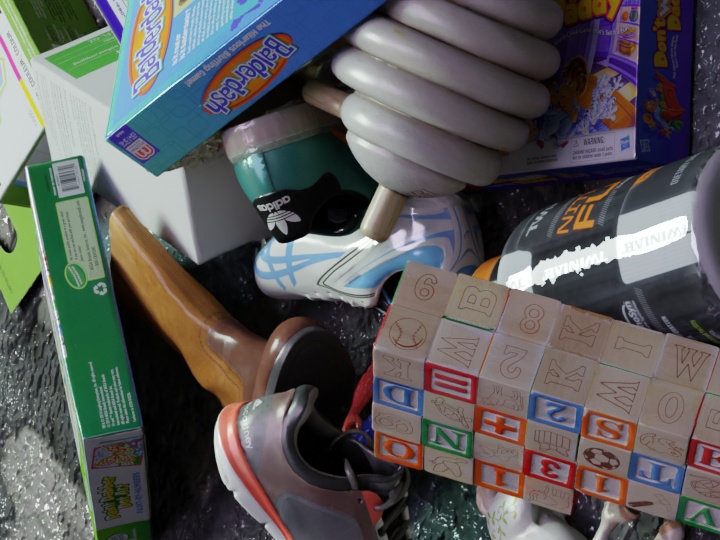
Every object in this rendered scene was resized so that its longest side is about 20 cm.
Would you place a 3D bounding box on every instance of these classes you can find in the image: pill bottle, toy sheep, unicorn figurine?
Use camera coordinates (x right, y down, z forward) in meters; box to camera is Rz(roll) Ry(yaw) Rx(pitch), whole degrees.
[{"bbox_3d":[0.145,0.005,1.533,0.199,0.106,0.107,-20,69,47],"label":"pill bottle"},{"bbox_3d":[0.043,-0.111,1.589,0.138,0.137,0.201,30,103,49],"label":"toy sheep"},{"bbox_3d":[0.113,0.167,1.582,0.138,0.074,0.200,-56,28,26],"label":"unicorn figurine"}]

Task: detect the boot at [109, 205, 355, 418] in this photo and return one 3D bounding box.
[{"bbox_3d":[-0.084,0.029,1.760,0.200,0.068,0.189,50,166,23],"label":"boot"}]

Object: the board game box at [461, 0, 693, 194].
[{"bbox_3d":[0.106,-0.119,1.650,0.199,0.045,0.136,-5,80,50],"label":"board game box"}]

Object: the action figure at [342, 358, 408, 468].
[{"bbox_3d":[0.012,0.113,1.691,0.099,0.065,0.201,-75,10,-70],"label":"action figure"}]

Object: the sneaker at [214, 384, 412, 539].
[{"bbox_3d":[0.000,0.148,1.643,0.082,0.200,0.077,-28,24,30],"label":"sneaker"}]

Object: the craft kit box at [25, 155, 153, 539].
[{"bbox_3d":[-0.178,0.058,1.888,0.198,0.048,0.201,88,169,-64],"label":"craft kit box"}]

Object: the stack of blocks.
[{"bbox_3d":[0.109,0.074,1.502,0.115,0.199,0.059,89,-160,-57],"label":"stack of blocks"}]

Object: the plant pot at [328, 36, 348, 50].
[{"bbox_3d":[0.014,-0.224,1.667,0.199,0.027,0.202,8,106,27],"label":"plant pot"}]

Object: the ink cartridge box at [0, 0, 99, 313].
[{"bbox_3d":[-0.256,-0.091,2.063,0.200,0.075,0.148,-54,46,28],"label":"ink cartridge box"}]

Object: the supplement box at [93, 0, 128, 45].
[{"bbox_3d":[-0.075,-0.226,1.794,0.199,0.101,0.104,-30,93,33],"label":"supplement box"}]

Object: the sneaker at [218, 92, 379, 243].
[{"bbox_3d":[-0.017,-0.060,1.693,0.071,0.200,0.080,-17,91,28],"label":"sneaker"}]

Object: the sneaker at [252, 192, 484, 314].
[{"bbox_3d":[0.000,0.000,1.743,0.199,0.072,0.073,-14,81,52],"label":"sneaker"}]

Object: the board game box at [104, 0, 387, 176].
[{"bbox_3d":[-0.059,-0.164,1.624,0.200,0.045,0.153,-34,34,33],"label":"board game box"}]

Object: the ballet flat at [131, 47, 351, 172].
[{"bbox_3d":[-0.057,-0.117,1.742,0.076,0.200,0.064,58,153,-2],"label":"ballet flat"}]

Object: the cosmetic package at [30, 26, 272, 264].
[{"bbox_3d":[-0.118,-0.090,1.856,0.200,0.107,0.085,30,138,49],"label":"cosmetic package"}]
